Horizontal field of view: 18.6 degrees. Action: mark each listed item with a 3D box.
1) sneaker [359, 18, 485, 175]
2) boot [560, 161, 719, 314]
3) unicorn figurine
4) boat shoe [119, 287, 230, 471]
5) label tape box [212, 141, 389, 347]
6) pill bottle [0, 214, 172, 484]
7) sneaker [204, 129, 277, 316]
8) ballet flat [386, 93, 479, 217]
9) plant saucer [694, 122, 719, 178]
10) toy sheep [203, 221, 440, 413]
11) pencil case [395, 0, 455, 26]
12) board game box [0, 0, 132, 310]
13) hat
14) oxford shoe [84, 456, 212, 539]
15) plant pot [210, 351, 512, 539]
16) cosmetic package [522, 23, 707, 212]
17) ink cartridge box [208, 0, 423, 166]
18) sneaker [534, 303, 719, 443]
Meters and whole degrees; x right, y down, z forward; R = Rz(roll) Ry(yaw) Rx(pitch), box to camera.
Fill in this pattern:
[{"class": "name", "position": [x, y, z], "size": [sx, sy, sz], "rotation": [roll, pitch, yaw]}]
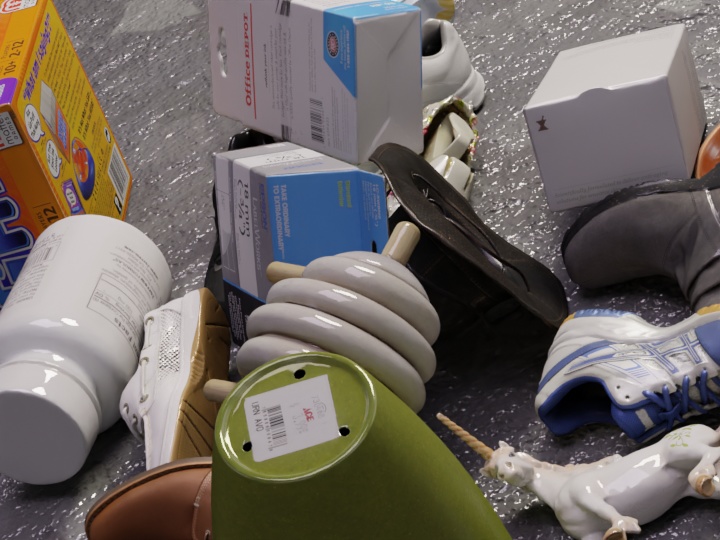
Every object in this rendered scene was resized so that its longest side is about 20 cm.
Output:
[{"class": "sneaker", "position": [0.016, -0.132, 1.793], "size": [0.074, 0.087, 0.200], "rotation": [17, 50, 42]}, {"class": "boot", "position": [0.223, 0.002, 1.490], "size": [0.200, 0.070, 0.132], "rotation": [-25, 48, 33]}, {"class": "unicorn figurine", "position": [0.159, 0.134, 1.343], "size": [0.200, 0.074, 0.137], "rotation": [-8, 22, -6]}, {"class": "boat shoe", "position": [-0.136, 0.098, 1.552], "size": [0.069, 0.071, 0.200], "rotation": [-15, 38, 16]}, {"class": "label tape box", "position": [-0.042, -0.006, 1.537], "size": [0.063, 0.144, 0.200], "rotation": [-8, 12, -19]}, {"class": "pill bottle", "position": [-0.216, 0.059, 1.619], "size": [0.114, 0.114, 0.200], "rotation": [-9, 34, 19]}, {"class": "sneaker", "position": [-0.095, -0.037, 1.714], "size": [0.076, 0.088, 0.200], "rotation": [-13, 33, 13]}, {"class": "ballet flat", "position": [0.058, -0.075, 1.688], "size": [0.064, 0.076, 0.200], "rotation": [-45, 23, 28]}, {"class": "plant saucer", "position": [0.341, -0.079, 1.576], "size": [0.200, 0.032, 0.200], "rotation": [-15, 34, 10]}, {"class": "toy sheep", "position": [-0.015, 0.053, 1.404], "size": [0.138, 0.138, 0.200], "rotation": [11, 70, 40]}, {"class": "pencil case", "position": [-0.010, -0.198, 1.906], "size": [0.200, 0.083, 0.091], "rotation": [-37, 13, -21]}, {"class": "board game box", "position": [-0.324, -0.079, 1.802], "size": [0.200, 0.200, 0.200], "rotation": [-14, 32, 11]}, {"class": "hat", "position": [0.057, -0.001, 1.532], "size": [0.081, 0.200, 0.201], "rotation": [-49, 31, 12]}, {"class": "oxford shoe", "position": [-0.090, 0.167, 1.432], "size": [0.200, 0.071, 0.071], "rotation": [-11, 38, 14]}, {"class": "plant pot", "position": [-0.011, 0.147, 1.259], "size": [0.187, 0.200, 0.187], "rotation": [-10, 46, 11]}, {"class": "cosmetic package", "position": [0.191, -0.116, 1.613], "size": [0.107, 0.085, 0.200], "rotation": [-11, 15, 17]}, {"class": "ink cartridge box", "position": [-0.037, -0.162, 1.708], "size": [0.067, 0.116, 0.200], "rotation": [-15, 24, -33]}, {"class": "sneaker", "position": [0.204, 0.075, 1.403], "size": [0.200, 0.075, 0.088], "rotation": [-5, 42, 39]}]
